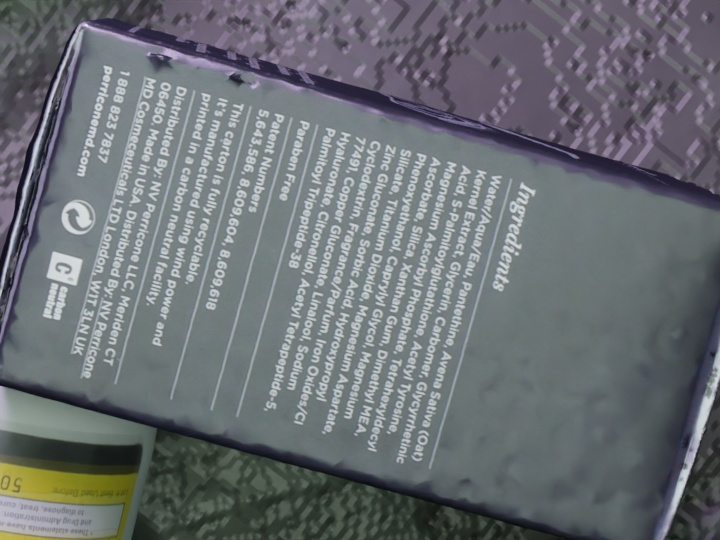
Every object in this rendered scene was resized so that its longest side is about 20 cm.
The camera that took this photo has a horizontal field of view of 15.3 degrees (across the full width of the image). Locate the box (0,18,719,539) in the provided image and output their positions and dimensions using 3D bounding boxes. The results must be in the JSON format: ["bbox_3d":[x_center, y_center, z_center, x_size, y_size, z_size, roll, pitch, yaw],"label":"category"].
[{"bbox_3d":[0.000,0.000,0.795,0.199,0.148,0.105,16,94,-4],"label":"box"}]

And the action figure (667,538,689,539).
[{"bbox_3d":[0.051,0.140,0.850,0.200,0.055,0.118,-30,72,-11],"label":"action figure"}]

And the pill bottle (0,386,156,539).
[{"bbox_3d":[-0.135,0.121,0.817,0.112,0.112,0.201,13,94,-4],"label":"pill bottle"}]
